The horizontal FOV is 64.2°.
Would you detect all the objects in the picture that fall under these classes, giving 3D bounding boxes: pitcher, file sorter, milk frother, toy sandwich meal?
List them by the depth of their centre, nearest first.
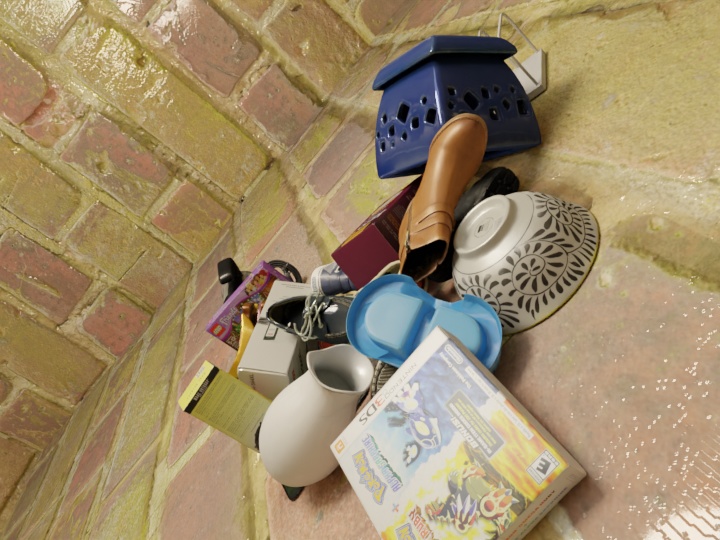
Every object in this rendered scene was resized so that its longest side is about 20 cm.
[{"bbox_3d":[-0.044,0.186,0.778,0.171,0.121,0.201,-18,-38,-54],"label":"pitcher"},{"bbox_3d":[-0.191,0.152,1.057,0.205,0.070,0.207,6,-90,-79],"label":"toy sandwich meal"},{"bbox_3d":[0.224,-0.351,1.067,0.200,0.124,0.139,-32,29,39],"label":"file sorter"},{"bbox_3d":[-0.247,0.049,1.412,0.199,0.182,0.188,-10,21,-10],"label":"milk frother"}]

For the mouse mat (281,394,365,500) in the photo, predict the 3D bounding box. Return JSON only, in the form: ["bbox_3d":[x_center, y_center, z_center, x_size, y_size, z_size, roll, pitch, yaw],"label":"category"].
[{"bbox_3d":[-0.071,0.240,0.901,0.201,0.008,0.161,-56,22,-7],"label":"mouse mat"}]

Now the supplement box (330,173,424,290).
[{"bbox_3d":[0.055,-0.062,0.934,0.110,0.086,0.200,-33,10,40],"label":"supplement box"}]

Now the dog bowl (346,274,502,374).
[{"bbox_3d":[0.077,0.076,0.688,0.199,0.050,0.112,17,72,33],"label":"dog bowl"}]

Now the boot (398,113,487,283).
[{"bbox_3d":[0.102,-0.090,0.744,0.200,0.076,0.156,-55,13,37],"label":"boot"}]

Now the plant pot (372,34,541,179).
[{"bbox_3d":[0.139,-0.258,0.909,0.200,0.199,0.181,-5,95,60],"label":"plant pot"}]

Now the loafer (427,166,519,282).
[{"bbox_3d":[0.158,-0.065,0.843,0.201,0.068,0.070,-53,10,-9],"label":"loafer"}]

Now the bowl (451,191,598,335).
[{"bbox_3d":[0.177,-0.029,0.706,0.201,0.094,0.201,-43,24,24],"label":"bowl"}]

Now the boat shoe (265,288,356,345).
[{"bbox_3d":[-0.063,0.065,0.820,0.199,0.062,0.075,3,81,50],"label":"boat shoe"}]

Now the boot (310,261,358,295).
[{"bbox_3d":[0.000,0.000,1.016,0.090,0.073,0.200,-6,16,28],"label":"boot"}]

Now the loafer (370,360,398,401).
[{"bbox_3d":[0.062,0.119,0.746,0.076,0.067,0.201,-4,61,25],"label":"loafer"}]

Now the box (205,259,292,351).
[{"bbox_3d":[-0.222,0.092,1.252,0.200,0.137,0.039,-47,22,15],"label":"box"}]

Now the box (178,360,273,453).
[{"bbox_3d":[-0.159,0.214,0.837,0.076,0.200,0.050,-58,23,-11],"label":"box"}]

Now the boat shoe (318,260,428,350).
[{"bbox_3d":[0.007,0.059,0.838,0.200,0.062,0.071,-39,49,19],"label":"boat shoe"}]

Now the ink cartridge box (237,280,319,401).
[{"bbox_3d":[-0.127,0.139,0.963,0.201,0.084,0.147,-76,-12,-47],"label":"ink cartridge box"}]

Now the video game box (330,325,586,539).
[{"bbox_3d":[0.079,0.182,0.557,0.182,0.047,0.200,-51,42,8],"label":"video game box"}]

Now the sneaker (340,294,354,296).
[{"bbox_3d":[-0.012,0.085,0.935,0.199,0.071,0.083,-20,32,48],"label":"sneaker"}]
